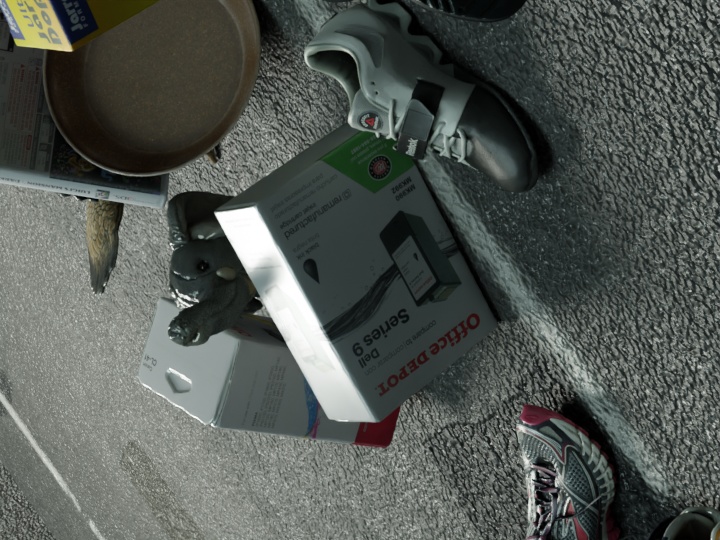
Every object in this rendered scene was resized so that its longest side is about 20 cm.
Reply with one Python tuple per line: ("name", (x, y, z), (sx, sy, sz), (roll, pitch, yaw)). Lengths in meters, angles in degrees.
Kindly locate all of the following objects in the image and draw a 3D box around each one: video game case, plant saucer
("video game case", (-0.252, -0.149, 1.517), (0.023, 0.180, 0.201), (113, 161, -50))
("plant saucer", (-0.171, -0.175, 1.468), (0.200, 0.201, 0.037), (46, -173, 19))

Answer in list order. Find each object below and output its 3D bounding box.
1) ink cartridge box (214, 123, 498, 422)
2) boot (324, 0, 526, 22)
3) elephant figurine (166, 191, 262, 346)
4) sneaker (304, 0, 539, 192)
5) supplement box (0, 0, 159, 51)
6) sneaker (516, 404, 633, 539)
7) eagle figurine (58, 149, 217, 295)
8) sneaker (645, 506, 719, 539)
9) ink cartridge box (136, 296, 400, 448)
("ink cartridge box", (0.000, 0.000, 1.388), (0.084, 0.146, 0.201), (-4, 118, 61))
("boot", (0.015, -0.217, 1.175), (0.198, 0.077, 0.168), (20, 179, -2))
("elephant figurine", (-0.112, -0.009, 1.494), (0.155, 0.199, 0.143), (-30, 76, 60))
("sneaker", (0.039, -0.111, 1.250), (0.200, 0.088, 0.074), (43, 151, 23))
("supplement box", (-0.185, -0.263, 1.329), (0.109, 0.199, 0.110), (14, 134, 55))
("sneaker", (0.165, 0.197, 1.418), (0.080, 0.074, 0.201), (22, 139, 50))
("eagle figurine", (-0.225, -0.102, 1.582), (0.152, 0.200, 0.151), (43, 152, -6))
("sneaker", (0.240, 0.226, 1.317), (0.080, 0.078, 0.200), (52, 145, -4))
("ink cartridge box", (-0.078, 0.094, 1.583), (0.147, 0.199, 0.086), (22, 97, 50))
